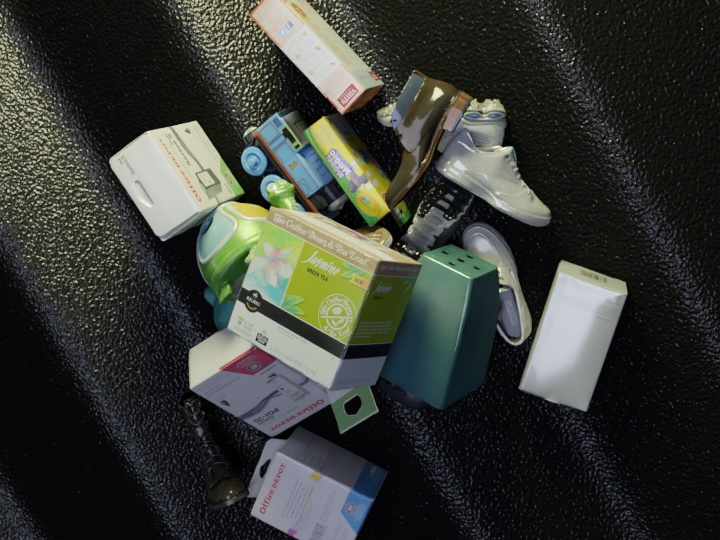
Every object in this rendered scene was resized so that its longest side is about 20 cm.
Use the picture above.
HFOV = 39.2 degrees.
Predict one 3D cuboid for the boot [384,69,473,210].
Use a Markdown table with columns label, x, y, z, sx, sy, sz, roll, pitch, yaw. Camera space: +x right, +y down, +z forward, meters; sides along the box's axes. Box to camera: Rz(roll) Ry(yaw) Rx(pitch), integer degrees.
| label | x | y | z | sx | sy | sz | roll | pitch | yaw |
| --- | --- | --- | --- | --- | --- | --- | --- | --- | --- |
| boot | 0.070 | -0.192 | 1.475 | 0.097 | 0.075 | 0.201 | 34 | 98 | 2 |

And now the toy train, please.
| label | x | y | z | sx | sy | sz | roll | pitch | yaw |
| --- | --- | --- | --- | --- | --- | --- | --- | --- | --- |
| toy train | -0.099 | -0.153 | 1.579 | 0.114 | 0.087 | 0.200 | -35 | 93 | 29 |

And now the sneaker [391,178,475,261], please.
| label | x | y | z | sx | sy | sz | roll | pitch | yaw |
| --- | --- | --- | --- | --- | --- | --- | --- | --- | --- |
| sneaker | 0.113 | -0.059 | 1.572 | 0.066 | 0.091 | 0.201 | 34 | 83 | 20 |

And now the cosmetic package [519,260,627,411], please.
| label | x | y | z | sx | sy | sz | roll | pitch | yaw |
| --- | --- | --- | --- | --- | --- | --- | --- | --- | --- |
| cosmetic package | 0.326 | 0.101 | 1.552 | 0.112 | 0.081 | 0.201 | 20 | 107 | 8 |

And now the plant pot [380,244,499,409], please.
| label | x | y | z | sx | sy | sz | roll | pitch | yaw |
| --- | --- | --- | --- | --- | --- | --- | --- | --- | --- |
| plant pot | 0.126 | 0.073 | 1.528 | 0.141 | 0.141 | 0.201 | 28 | 115 | 27 |

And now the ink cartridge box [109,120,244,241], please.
| label | x | y | z | sx | sy | sz | roll | pitch | yaw |
| --- | --- | --- | --- | --- | --- | --- | --- | --- | --- |
| ink cartridge box | -0.280 | -0.143 | 1.570 | 0.084 | 0.200 | 0.146 | -33 | 94 | 17 |

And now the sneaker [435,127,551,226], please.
| label | x | y | z | sx | sy | sz | roll | pitch | yaw |
| --- | --- | --- | --- | --- | --- | --- | --- | --- | --- |
| sneaker | 0.215 | -0.139 | 1.507 | 0.199 | 0.075 | 0.089 | 28 | 102 | -16 |

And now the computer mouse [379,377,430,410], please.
| label | x | y | z | sx | sy | sz | roll | pitch | yaw |
| --- | --- | --- | --- | --- | --- | --- | --- | --- | --- |
| computer mouse | 0.030 | 0.170 | 1.658 | 0.199 | 0.034 | 0.059 | 26 | 108 | 6 |

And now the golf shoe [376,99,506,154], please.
| label | x | y | z | sx | sy | sz | roll | pitch | yaw |
| --- | --- | --- | --- | --- | --- | --- | --- | --- | --- |
| golf shoe | 0.121 | -0.210 | 1.533 | 0.198 | 0.078 | 0.098 | 4 | 109 | 13 |

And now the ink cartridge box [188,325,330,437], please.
| label | x | y | z | sx | sy | sz | roll | pitch | yaw |
| --- | --- | --- | --- | --- | --- | --- | --- | --- | --- |
| ink cartridge box | -0.154 | 0.167 | 1.613 | 0.146 | 0.083 | 0.200 | -32 | 133 | 22 |

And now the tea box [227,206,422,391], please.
| label | x | y | z | sx | sy | sz | roll | pitch | yaw |
| --- | --- | --- | --- | --- | --- | --- | --- | --- | --- |
| tea box | -0.052 | 0.038 | 1.440 | 0.199 | 0.133 | 0.198 | 26 | 100 | 29 |

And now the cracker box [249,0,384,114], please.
| label | x | y | z | sx | sy | sz | roll | pitch | yaw |
| --- | --- | --- | --- | --- | --- | --- | --- | --- | --- |
| cracker box | -0.062 | -0.327 | 1.513 | 0.200 | 0.134 | 0.058 | 46 | 108 | 0 |

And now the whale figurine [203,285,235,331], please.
| label | x | y | z | sx | sy | sz | roll | pitch | yaw |
| --- | --- | --- | --- | --- | --- | --- | --- | --- | --- |
| whale figurine | -0.187 | 0.029 | 1.639 | 0.158 | 0.104 | 0.202 | -8 | 99 | 15 |

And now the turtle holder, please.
| label | x | y | z | sx | sy | sz | roll | pitch | yaw |
| --- | --- | --- | --- | --- | --- | --- | --- | --- | --- |
| turtle holder | -0.174 | -0.045 | 1.533 | 0.132 | 0.140 | 0.186 | 53 | 137 | 26 |

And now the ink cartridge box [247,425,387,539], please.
| label | x | y | z | sx | sy | sz | roll | pitch | yaw |
| --- | --- | --- | --- | --- | --- | --- | --- | --- | --- |
| ink cartridge box | -0.078 | 0.361 | 1.678 | 0.199 | 0.125 | 0.129 | 27 | 107 | 7 |

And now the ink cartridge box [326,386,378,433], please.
| label | x | y | z | sx | sy | sz | roll | pitch | yaw |
| --- | --- | --- | --- | --- | --- | --- | --- | --- | --- |
| ink cartridge box | -0.020 | 0.135 | 1.560 | 0.145 | 0.048 | 0.201 | -42 | 67 | 57 |

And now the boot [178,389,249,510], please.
| label | x | y | z | sx | sy | sz | roll | pitch | yaw |
| --- | --- | --- | --- | --- | --- | --- | --- | --- | --- |
| boot | -0.256 | 0.292 | 1.679 | 0.069 | 0.200 | 0.175 | -23 | 104 | -15 |

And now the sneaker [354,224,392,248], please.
| label | x | y | z | sx | sy | sz | roll | pitch | yaw |
| --- | --- | --- | --- | --- | --- | --- | --- | --- | --- |
| sneaker | 0.000 | 0.000 | 1.573 | 0.199 | 0.071 | 0.113 | -11 | 120 | 50 |

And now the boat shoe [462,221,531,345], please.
| label | x | y | z | sx | sy | sz | roll | pitch | yaw |
| --- | --- | --- | --- | --- | --- | --- | --- | --- | --- |
| boat shoe | 0.210 | 0.023 | 1.567 | 0.071 | 0.066 | 0.201 | -17 | 99 | 16 |

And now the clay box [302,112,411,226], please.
| label | x | y | z | sx | sy | sz | roll | pitch | yaw |
| --- | --- | --- | --- | --- | --- | --- | --- | --- | --- |
| clay box | -0.001 | -0.147 | 1.551 | 0.047 | 0.115 | 0.201 | -34 | 93 | 17 |
